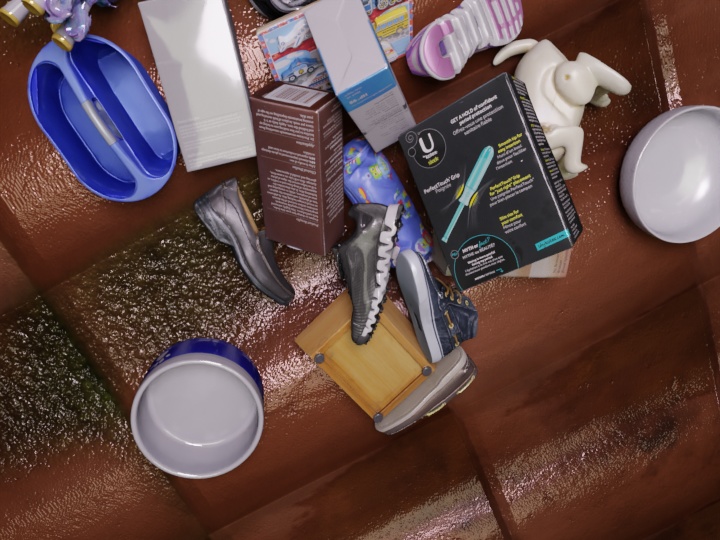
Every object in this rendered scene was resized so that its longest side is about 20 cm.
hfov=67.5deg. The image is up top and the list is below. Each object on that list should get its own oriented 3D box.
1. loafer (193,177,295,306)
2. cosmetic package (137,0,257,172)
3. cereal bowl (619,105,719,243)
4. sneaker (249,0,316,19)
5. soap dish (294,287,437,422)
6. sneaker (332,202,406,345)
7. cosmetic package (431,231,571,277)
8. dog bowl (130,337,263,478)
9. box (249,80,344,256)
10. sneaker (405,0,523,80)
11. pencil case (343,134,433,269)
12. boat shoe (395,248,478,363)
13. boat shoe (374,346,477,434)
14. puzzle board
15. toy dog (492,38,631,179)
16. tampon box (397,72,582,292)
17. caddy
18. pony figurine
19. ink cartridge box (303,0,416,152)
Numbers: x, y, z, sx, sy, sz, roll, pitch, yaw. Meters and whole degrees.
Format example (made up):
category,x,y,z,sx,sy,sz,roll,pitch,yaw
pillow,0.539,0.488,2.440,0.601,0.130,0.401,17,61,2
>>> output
category,x,y,z,sx,sy,sz,roll,pitch,yaw
loafer,-0.151,-0.038,0.776,0.072,0.073,0.202,-37,111,0
cosmetic package,-0.198,-0.242,0.693,0.103,0.090,0.207,-11,107,-5
cereal bowl,0.486,-0.151,0.832,0.193,0.084,0.207,-3,109,-8
sneaker,-0.048,-0.330,0.669,0.194,0.114,0.078,13,105,-12
soap dish,0.016,0.130,0.852,0.157,0.081,0.200,-41,111,6
sneaker,0.000,0.000,0.743,0.088,0.067,0.207,14,105,8
cosmetic package,0.214,-0.051,0.819,0.193,0.088,0.107,0,110,-9
dog bowl,-0.247,0.213,0.838,0.193,0.079,0.207,-3,109,-9
box,-0.076,-0.130,0.705,0.097,0.075,0.205,17,129,20
sneaker,0.135,-0.321,0.726,0.198,0.088,0.082,-36,112,-20
pencil case,0.032,-0.092,0.779,0.077,0.087,0.203,-16,116,41
boat shoe,0.114,0.038,0.782,0.089,0.071,0.204,-27,128,-10
boat shoe,0.110,0.211,0.900,0.199,0.072,0.059,-44,117,8
puzzle board,-0.022,-0.286,0.682,0.195,0.151,0.018,-24,72,-1
toy dog,0.242,-0.199,0.751,0.191,0.140,0.203,32,101,-4
tampon box,0.163,-0.106,0.664,0.147,0.125,0.206,-22,90,29
caddy,-0.315,-0.188,0.678,0.139,0.105,0.203,-30,110,1
pony figurine,-0.283,-0.339,0.572,0.166,0.190,0.204,40,73,-44
ink cartridge box,0.011,-0.229,0.665,0.065,0.200,0.119,-24,73,12
